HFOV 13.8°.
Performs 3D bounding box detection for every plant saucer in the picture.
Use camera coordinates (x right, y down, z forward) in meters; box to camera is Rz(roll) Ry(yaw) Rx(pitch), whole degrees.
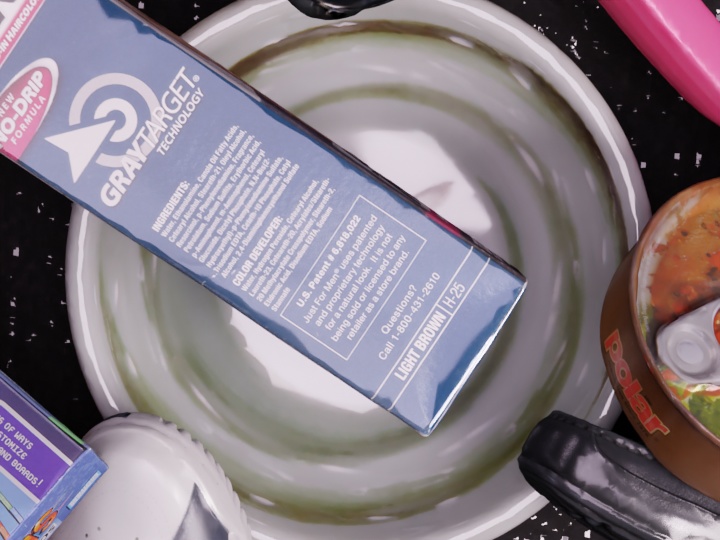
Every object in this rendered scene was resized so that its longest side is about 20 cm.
[{"bbox_3d":[0.000,0.000,1.015,0.199,0.050,0.201,0,93,-2],"label":"plant saucer"}]

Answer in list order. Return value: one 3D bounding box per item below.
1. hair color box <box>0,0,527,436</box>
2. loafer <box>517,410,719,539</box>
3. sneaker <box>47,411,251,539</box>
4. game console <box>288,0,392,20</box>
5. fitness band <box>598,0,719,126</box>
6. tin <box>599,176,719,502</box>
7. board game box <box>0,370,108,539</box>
[{"bbox_3d":[-0.048,-0.031,0.937,0.200,0.100,0.061,34,91,-4],"label":"hair color box"},{"bbox_3d":[0.144,0.077,1.001,0.200,0.068,0.071,20,92,-25],"label":"loafer"},{"bbox_3d":[-0.093,0.154,0.957,0.079,0.130,0.200,18,110,12],"label":"sneaker"},{"bbox_3d":[0.043,-0.198,0.930,0.200,0.116,0.176,-23,85,-33],"label":"game console"},{"bbox_3d":[0.139,-0.127,0.984,0.200,0.037,0.144,44,74,-33],"label":"fitness band"},{"bbox_3d":[0.170,0.016,0.984,0.199,0.042,0.112,-13,62,-29],"label":"tin"},{"bbox_3d":[-0.199,0.048,0.955,0.200,0.034,0.135,40,83,14],"label":"board game box"}]
